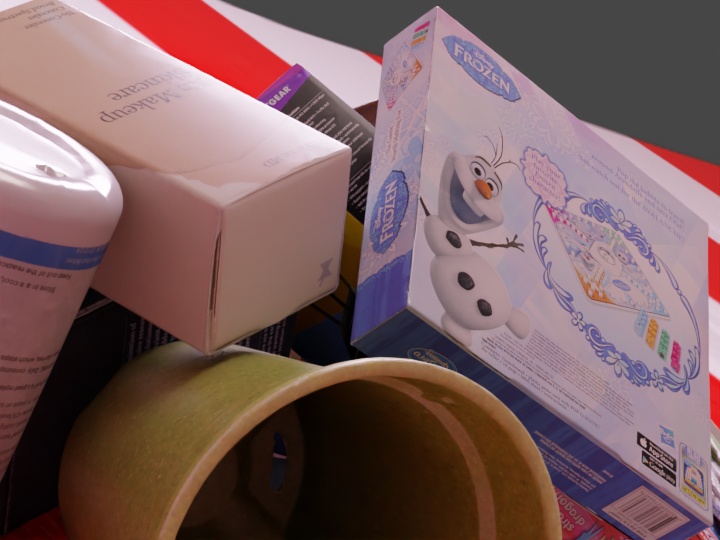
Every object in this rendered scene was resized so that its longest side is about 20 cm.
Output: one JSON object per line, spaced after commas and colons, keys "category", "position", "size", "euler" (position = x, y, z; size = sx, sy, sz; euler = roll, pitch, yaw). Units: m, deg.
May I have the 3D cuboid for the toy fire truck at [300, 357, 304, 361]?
{"category": "toy fire truck", "position": [-0.014, 0.065, 1.589], "size": [0.199, 0.049, 0.141], "euler": [23, -17, -27]}

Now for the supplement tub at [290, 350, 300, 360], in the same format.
{"category": "supplement tub", "position": [0.024, 0.009, 1.702], "size": [0.199, 0.145, 0.144], "euler": [16, 6, 32]}

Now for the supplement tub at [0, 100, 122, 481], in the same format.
{"category": "supplement tub", "position": [-0.196, 0.028, 1.160], "size": [0.131, 0.201, 0.132], "euler": [25, 12, -6]}

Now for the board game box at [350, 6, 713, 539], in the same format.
{"category": "board game box", "position": [0.087, 0.004, 1.284], "size": [0.200, 0.043, 0.200], "euler": [36, 40, -27]}

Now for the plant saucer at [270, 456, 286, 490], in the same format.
{"category": "plant saucer", "position": [0.004, 0.161, 1.392], "size": [0.200, 0.039, 0.201], "euler": [25, 12, -5]}

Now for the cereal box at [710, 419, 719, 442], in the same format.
{"category": "cereal box", "position": [0.174, 0.122, 1.558], "size": [0.200, 0.039, 0.144], "euler": [51, -22, 8]}

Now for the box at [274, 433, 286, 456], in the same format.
{"category": "box", "position": [-0.090, 0.069, 1.482], "size": [0.199, 0.033, 0.121], "euler": [19, -3, 0]}

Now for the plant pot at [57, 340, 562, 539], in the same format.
{"category": "plant pot", "position": [-0.043, 0.115, 1.202], "size": [0.199, 0.202, 0.184], "euler": [18, 3, -32]}

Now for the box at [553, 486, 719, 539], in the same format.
{"category": "box", "position": [0.144, 0.166, 1.363], "size": [0.200, 0.103, 0.095], "euler": [47, 10, -5]}

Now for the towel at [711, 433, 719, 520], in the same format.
{"category": "towel", "position": [0.229, 0.170, 1.360], "size": [0.149, 0.031, 0.200], "euler": [46, 8, -26]}

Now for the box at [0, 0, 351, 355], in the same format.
{"category": "box", "position": [-0.108, -0.047, 1.245], "size": [0.199, 0.078, 0.095], "euler": [27, 36, 31]}

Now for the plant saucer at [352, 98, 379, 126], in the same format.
{"category": "plant saucer", "position": [-0.022, -0.051, 1.573], "size": [0.037, 0.200, 0.200], "euler": [67, 21, 6]}

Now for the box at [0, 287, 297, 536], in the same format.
{"category": "box", "position": [-0.165, -0.001, 1.353], "size": [0.200, 0.125, 0.196], "euler": [34, 41, 30]}

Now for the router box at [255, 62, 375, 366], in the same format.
{"category": "router box", "position": [0.000, 0.000, 1.419], "size": [0.149, 0.051, 0.200], "euler": [41, -23, 16]}
